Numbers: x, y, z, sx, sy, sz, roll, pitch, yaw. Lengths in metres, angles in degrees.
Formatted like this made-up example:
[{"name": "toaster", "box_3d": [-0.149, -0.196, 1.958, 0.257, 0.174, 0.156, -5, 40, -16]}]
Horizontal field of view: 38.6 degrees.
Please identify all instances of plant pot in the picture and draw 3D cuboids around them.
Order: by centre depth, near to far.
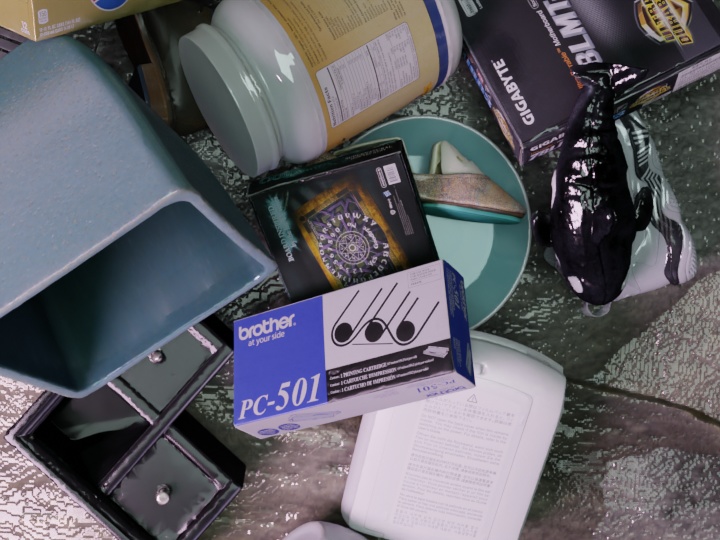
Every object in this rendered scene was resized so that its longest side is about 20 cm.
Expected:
[{"name": "plant pot", "box_3d": [-0.213, -0.054, 0.762, 0.195, 0.196, 0.201, -33, 71, 3]}]

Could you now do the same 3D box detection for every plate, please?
[{"name": "plate", "box_3d": [0.055, -0.037, 0.927, 0.197, 0.026, 0.204, 0, 94, -3]}]

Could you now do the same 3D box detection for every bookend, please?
[{"name": "bookend", "box_3d": [-0.160, 0.128, 0.893, 0.200, 0.092, 0.199, 43, 90, -6]}]

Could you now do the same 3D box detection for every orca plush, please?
[{"name": "orca plush", "box_3d": [0.201, -0.059, 0.817, 0.104, 0.071, 0.203, 6, 110, -13]}]

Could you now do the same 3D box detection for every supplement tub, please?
[{"name": "supplement tub", "box_3d": [-0.033, -0.177, 0.834, 0.199, 0.144, 0.146, -31, 95, -16]}]

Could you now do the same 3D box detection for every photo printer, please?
[{"name": "photo printer", "box_3d": [0.080, 0.144, 0.886, 0.164, 0.070, 0.203, 12, 115, -1]}]

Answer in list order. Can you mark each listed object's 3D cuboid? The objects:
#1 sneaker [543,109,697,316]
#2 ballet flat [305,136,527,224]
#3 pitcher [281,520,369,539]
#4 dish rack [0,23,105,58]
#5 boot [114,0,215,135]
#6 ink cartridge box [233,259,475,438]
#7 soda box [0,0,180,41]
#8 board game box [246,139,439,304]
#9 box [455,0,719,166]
[{"name": "sneaker", "box_3d": [0.209, -0.060, 0.907, 0.114, 0.075, 0.202, -27, 98, -3]}, {"name": "ballet flat", "box_3d": [0.047, -0.079, 0.880, 0.197, 0.068, 0.068, 4, 88, -5]}, {"name": "pitcher", "box_3d": [-0.018, 0.333, 0.910, 0.171, 0.122, 0.201, -36, 106, 15]}, {"name": "dish rack", "box_3d": [-0.265, -0.238, 0.853, 0.152, 0.054, 0.203, 22, 94, 29]}, {"name": "boot", "box_3d": [-0.160, -0.215, 0.896, 0.096, 0.075, 0.203, -8, 88, -25]}, {"name": "ink cartridge box", "box_3d": [-0.009, 0.066, 0.826, 0.198, 0.044, 0.095, -16, 61, 25]}, {"name": "soda box", "box_3d": [-0.183, -0.233, 0.772, 0.067, 0.199, 0.065, 26, 129, 30]}, {"name": "board game box", "box_3d": [0.000, 0.000, 0.871, 0.133, 0.028, 0.202, -13, 118, 12]}, {"name": "box", "box_3d": [0.180, -0.220, 0.877, 0.196, 0.050, 0.202, -24, 72, -1]}]
